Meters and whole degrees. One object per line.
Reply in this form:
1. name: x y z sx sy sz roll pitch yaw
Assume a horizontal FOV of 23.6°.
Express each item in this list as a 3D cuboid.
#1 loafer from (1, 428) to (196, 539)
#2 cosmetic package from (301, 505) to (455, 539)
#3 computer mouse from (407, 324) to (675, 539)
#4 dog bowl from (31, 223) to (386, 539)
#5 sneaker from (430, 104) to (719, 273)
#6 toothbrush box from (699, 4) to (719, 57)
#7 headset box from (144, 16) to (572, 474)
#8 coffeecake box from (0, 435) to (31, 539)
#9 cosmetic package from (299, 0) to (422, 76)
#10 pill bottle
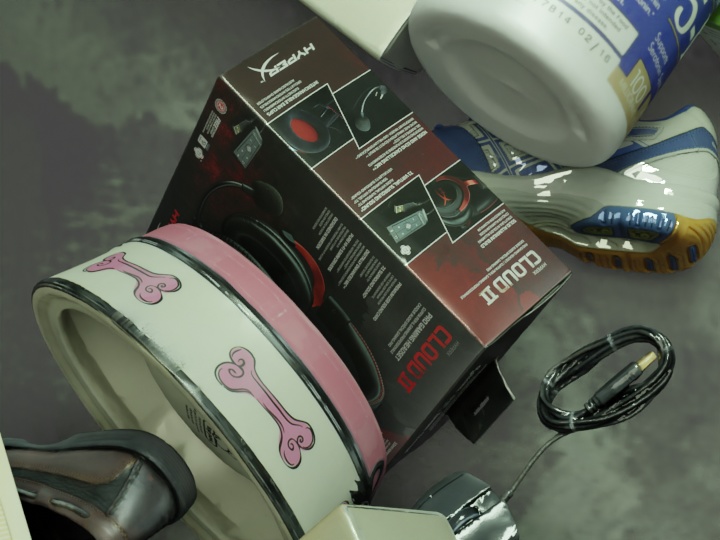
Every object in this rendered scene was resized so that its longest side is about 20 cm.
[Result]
1. loafer: -0.168 0.125 0.859 0.200 0.063 0.072 -17 114 41
2. cosmetic package: -0.030 0.201 0.760 0.200 0.073 0.104 -44 55 26
3. computer mouse: 0.069 0.099 0.805 0.200 0.034 0.059 -48 58 0
4. dog bowl: -0.069 0.063 0.844 0.074 0.200 0.200 -41 80 -22
5. sneaker: 0.088 -0.056 0.902 0.200 0.075 0.088 10 67 7
6. toothbrush box: 0.278 -0.158 0.832 0.200 0.146 0.086 -46 117 1
7. headset box: 0.000 0.000 0.853 0.200 0.149 0.075 46 53 9
8. coffeecake box: -0.245 0.162 0.853 0.200 0.073 0.154 -30 73 39
9. cosmetic package: -0.037 -0.191 0.903 0.200 0.104 0.073 37 99 9
10. pill bottle: 0.125 -0.161 0.837 0.120 0.120 0.200 34 75 9
